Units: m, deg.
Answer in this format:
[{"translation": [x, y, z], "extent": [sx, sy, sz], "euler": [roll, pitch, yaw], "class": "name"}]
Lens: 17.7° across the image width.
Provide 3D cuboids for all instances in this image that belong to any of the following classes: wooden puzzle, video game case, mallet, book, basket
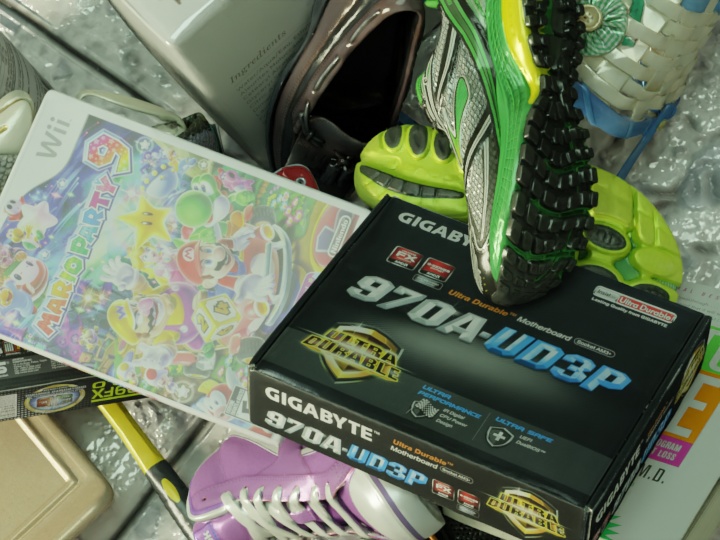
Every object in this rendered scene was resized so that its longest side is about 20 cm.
[{"translation": [-0.267, 0.137, 1.415], "extent": [0.185, 0.037, 0.200], "euler": [-43, 61, -2], "class": "wooden puzzle"}, {"translation": [-0.111, -0.003, 1.297], "extent": [0.200, 0.018, 0.143], "euler": [21, 78, 5], "class": "video game case"}, {"translation": [-0.119, 0.106, 1.386], "extent": [0.066, 0.041, 0.200], "euler": [-43, 71, -7], "class": "mallet"}, {"translation": [0.150, 0.083, 1.263], "extent": [0.133, 0.048, 0.200], "euler": [18, 46, 25], "class": "book"}, {"translation": [0.109, -0.135, 1.356], "extent": [0.176, 0.139, 0.200], "euler": [40, 118, 14], "class": "basket"}]

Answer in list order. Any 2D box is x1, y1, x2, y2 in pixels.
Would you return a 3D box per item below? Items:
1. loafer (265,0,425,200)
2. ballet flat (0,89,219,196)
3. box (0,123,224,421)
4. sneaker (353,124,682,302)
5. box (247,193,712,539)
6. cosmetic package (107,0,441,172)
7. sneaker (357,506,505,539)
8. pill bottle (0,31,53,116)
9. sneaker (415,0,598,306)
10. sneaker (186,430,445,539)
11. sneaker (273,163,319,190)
[{"translation": [-0.007, -0.101, 1.347], "extent": [0.072, 0.200, 0.063], "euler": [-1, 44, -22], "class": "loafer"}, {"translation": [-0.180, -0.073, 1.356], "extent": [0.200, 0.072, 0.072], "euler": [-1, 68, -13], "class": "ballet flat"}, {"translation": [-0.166, 0.001, 1.385], "extent": [0.200, 0.044, 0.160], "euler": [-9, 63, -14], "class": "box"}, {"translation": [0.094, -0.028, 1.323], "extent": [0.200, 0.084, 0.074], "euler": [23, 77, 18], "class": "sneaker"}, {"translation": [0.063, 0.053, 1.225], "extent": [0.200, 0.046, 0.159], "euler": [22, 47, 20], "class": "box"}, {"translation": [-0.071, -0.197, 1.390], "extent": [0.165, 0.200, 0.165], "euler": [-43, 66, -3], "class": "cosmetic package"}, {"translation": [0.010, 0.183, 1.297], "extent": [0.200, 0.077, 0.078], "euler": [-42, 64, -4], "class": "sneaker"}, {"translation": [-0.267, -0.115, 1.411], "extent": [0.113, 0.200, 0.114], "euler": [-7, 66, 15], "class": "pill bottle"}, {"translation": [0.076, -0.075, 1.250], "extent": [0.085, 0.078, 0.200], "euler": [-13, 66, 34], "class": "sneaker"}, {"translation": [-0.032, 0.133, 1.287], "extent": [0.114, 0.073, 0.200], "euler": [-42, 22, -10], "class": "sneaker"}, {"translation": [0.000, 0.000, 1.351], "extent": [0.200, 0.071, 0.113], "euler": [5, 64, -8], "class": "sneaker"}]
